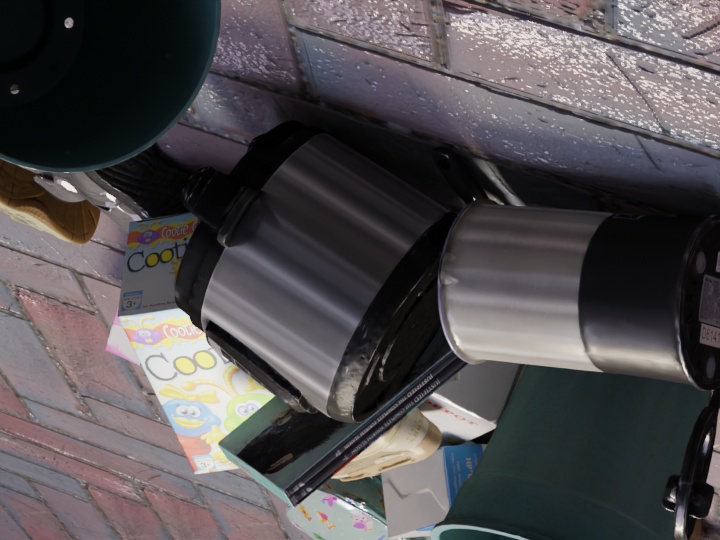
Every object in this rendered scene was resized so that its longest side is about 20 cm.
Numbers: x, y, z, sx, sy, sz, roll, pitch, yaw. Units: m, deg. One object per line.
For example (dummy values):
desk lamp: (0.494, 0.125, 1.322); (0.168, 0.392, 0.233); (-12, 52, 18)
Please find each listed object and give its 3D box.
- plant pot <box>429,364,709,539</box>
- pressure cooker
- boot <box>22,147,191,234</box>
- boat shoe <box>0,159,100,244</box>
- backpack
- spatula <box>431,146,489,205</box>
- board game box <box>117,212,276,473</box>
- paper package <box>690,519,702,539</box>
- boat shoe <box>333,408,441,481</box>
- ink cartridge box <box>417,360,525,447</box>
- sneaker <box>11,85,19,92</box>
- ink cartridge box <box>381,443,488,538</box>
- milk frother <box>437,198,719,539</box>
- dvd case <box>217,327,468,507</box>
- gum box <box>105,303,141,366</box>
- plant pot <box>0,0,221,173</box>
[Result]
plant pot: (0.181, 0.158, 1.762); (0.199, 0.197, 0.201); (20, 160, 8)
pressure cooker: (-0.039, -0.008, 1.601); (0.199, 0.179, 0.177); (33, 137, 13)
boot: (-0.196, -0.062, 1.836); (0.131, 0.070, 0.200); (6, 143, 48)
boat shoe: (-0.297, -0.079, 1.874); (0.062, 0.074, 0.200); (6, 155, 33)
backpack: (0.034, 0.205, 2.129); (0.199, 0.154, 0.176); (23, 155, -8)
spatula: (0.108, -0.031, 1.620); (0.056, 0.021, 0.200); (-2, 148, 38)
board game box: (-0.113, 0.058, 1.788); (0.104, 0.104, 0.201); (-9, 135, 12)
paper package: (0.211, 0.299, 2.147); (0.198, 0.105, 0.191); (5, 164, -11)
boat shoe: (-0.003, 0.150, 1.879); (0.064, 0.072, 0.200); (31, 158, -20)
ink cartridge box: (0.040, 0.084, 1.898); (0.144, 0.088, 0.200); (26, 162, -10)
sneaker: (-0.331, -0.192, 1.655); (0.199, 0.071, 0.090); (23, -177, -9)
ink cartridge box: (0.132, 0.191, 1.958); (0.198, 0.069, 0.115); (-1, 168, -29)
milk frother: (0.162, 0.065, 1.526); (0.187, 0.202, 0.180); (5, 158, 34)
dvd case: (-0.006, 0.094, 1.699); (0.022, 0.199, 0.146); (58, 166, -22)
gum box: (-0.165, 0.044, 2.055); (0.113, 0.067, 0.200); (25, 160, -3)
plant pot: (-0.207, -0.164, 1.388); (0.200, 0.202, 0.161); (31, 171, -23)
